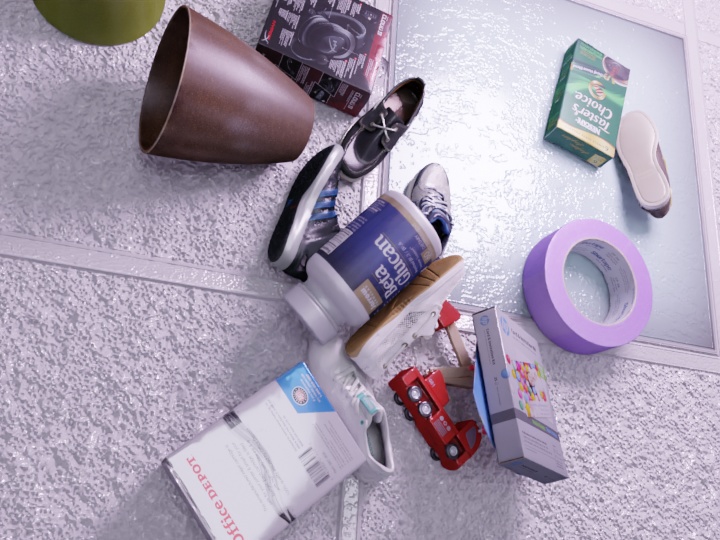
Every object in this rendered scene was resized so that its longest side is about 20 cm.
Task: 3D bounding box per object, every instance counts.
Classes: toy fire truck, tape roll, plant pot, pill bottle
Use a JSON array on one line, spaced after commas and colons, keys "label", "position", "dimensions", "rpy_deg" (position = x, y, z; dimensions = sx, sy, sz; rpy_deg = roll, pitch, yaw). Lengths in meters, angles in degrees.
[{"label": "toy fire truck", "position": [0.116, 0.153, 0.967], "dimensions": [0.140, 0.049, 0.201], "rpy_deg": [-34, 90, -29]}, {"label": "tape roll", "position": [0.354, 0.025, 1.088], "dimensions": [0.197, 0.066, 0.204], "rpy_deg": [6, 72, -19]}, {"label": "plant pot", "position": [-0.167, -0.218, 0.924], "dimensions": [0.197, 0.186, 0.190], "rpy_deg": [14, 68, -31]}, {"label": "plant pot", "position": [-0.339, -0.432, 0.899], "dimensions": [0.184, 0.200, 0.191], "rpy_deg": [6, 71, -18]}, {"label": "pill bottle", "position": [0.000, 0.000, 0.902], "dimensions": [0.199, 0.111, 0.111], "rpy_deg": [-41, 90, -8]}]

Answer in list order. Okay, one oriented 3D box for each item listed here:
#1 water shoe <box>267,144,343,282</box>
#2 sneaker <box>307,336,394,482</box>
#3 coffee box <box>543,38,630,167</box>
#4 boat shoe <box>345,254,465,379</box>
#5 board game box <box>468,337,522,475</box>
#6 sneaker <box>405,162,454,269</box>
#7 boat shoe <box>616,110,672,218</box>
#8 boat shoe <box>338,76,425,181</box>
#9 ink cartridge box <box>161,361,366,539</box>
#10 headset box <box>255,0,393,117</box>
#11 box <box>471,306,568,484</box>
[{"label": "water shoe", "position": [-0.062, -0.080, 0.975], "dimensions": [0.079, 0.071, 0.202], "rpy_deg": [36, 68, -30]}, {"label": "sneaker", "position": [-0.003, 0.170, 0.896], "dimensions": [0.074, 0.088, 0.203], "rpy_deg": [-21, 81, -23]}, {"label": "coffee box", "position": [0.398, -0.292, 1.214], "dimensions": [0.122, 0.044, 0.203], "rpy_deg": [26, 66, -11]}, {"label": "boat shoe", "position": [0.071, 0.062, 0.925], "dimensions": [0.199, 0.071, 0.070], "rpy_deg": [-41, 106, -8]}, {"label": "board game box", "position": [0.178, 0.179, 0.954], "dimensions": [0.159, 0.039, 0.201], "rpy_deg": [52, 30, -26]}, {"label": "sneaker", "position": [0.107, -0.072, 1.015], "dimensions": [0.076, 0.085, 0.203], "rpy_deg": [16, 68, -15]}, {"label": "boat shoe", "position": [0.492, -0.184, 1.207], "dimensions": [0.059, 0.071, 0.203], "rpy_deg": [38, 40, -50]}, {"label": "boat shoe", "position": [0.030, -0.215, 1.043], "dimensions": [0.072, 0.068, 0.201], "rpy_deg": [42, 66, -5]}, {"label": "ink cartridge box", "position": [-0.117, 0.229, 0.837], "dimensions": [0.199, 0.084, 0.146], "rpy_deg": [-32, 86, -27]}, {"label": "headset box", "position": [-0.048, -0.337, 1.046], "dimensions": [0.197, 0.077, 0.151], "rpy_deg": [20, 68, -14]}, {"label": "box", "position": [0.214, 0.169, 0.936], "dimensions": [0.155, 0.041, 0.203], "rpy_deg": [34, 41, -47]}]
